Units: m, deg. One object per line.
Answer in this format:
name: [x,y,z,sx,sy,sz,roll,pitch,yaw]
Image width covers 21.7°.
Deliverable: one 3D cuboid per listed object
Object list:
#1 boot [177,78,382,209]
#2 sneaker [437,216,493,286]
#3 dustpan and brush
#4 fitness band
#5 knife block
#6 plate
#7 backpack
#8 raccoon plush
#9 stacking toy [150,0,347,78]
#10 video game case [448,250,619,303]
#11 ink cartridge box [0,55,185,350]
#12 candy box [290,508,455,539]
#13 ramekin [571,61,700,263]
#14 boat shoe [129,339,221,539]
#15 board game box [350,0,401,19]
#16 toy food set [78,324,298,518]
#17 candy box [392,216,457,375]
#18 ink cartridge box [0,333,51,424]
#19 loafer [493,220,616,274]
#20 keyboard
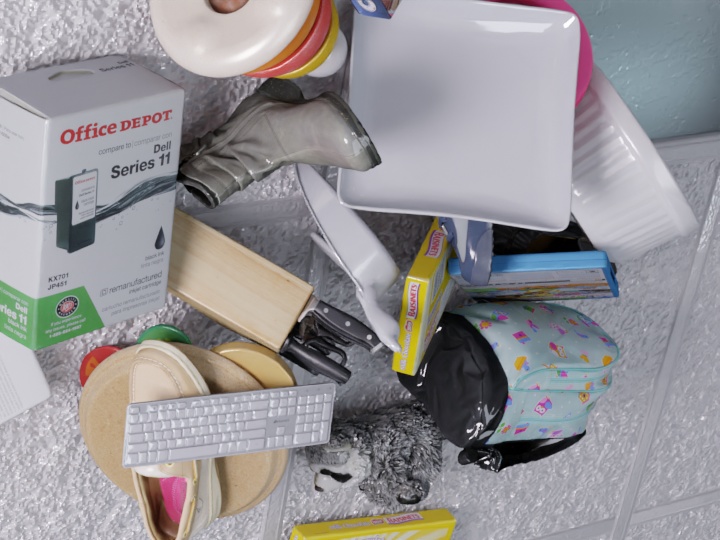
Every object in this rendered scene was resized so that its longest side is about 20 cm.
boot: [-0.075,-0.089,1.527,0.131,0.200,0.068,-38,119,-15]
sneaker: [0.068,-0.078,1.668,0.082,0.200,0.070,-7,163,-8]
dustpan and brush: [0.000,0.000,1.639,0.057,0.200,0.140,-40,136,-4]
fitness band: [0.109,-0.172,1.645,0.200,0.144,0.037,-31,170,-14]
knife block: [-0.081,0.027,1.611,0.200,0.175,0.064,38,78,-45]
plate: [0.084,-0.135,1.599,0.200,0.032,0.200,6,75,-7]
backpack: [0.154,0.103,1.824,0.200,0.167,0.127,3,130,-37]
raccoon plush: [0.019,0.143,1.867,0.134,0.097,0.200,44,59,-32]
stacking toy: [-0.065,-0.199,1.523,0.146,0.146,0.200,-51,151,5]
video game case: [0.167,0.008,1.772,0.143,0.018,0.200,-3,171,11]
ink cartridge box: [-0.224,-0.056,1.489,0.147,0.083,0.200,-20,126,-44]
candy box: [0.004,0.306,1.974,0.200,0.026,0.102,-2,117,-36]
ramekin: [0.222,-0.098,1.746,0.094,0.202,0.202,-34,136,6]
boat shoe: [-0.164,0.154,1.595,0.069,0.074,0.200,-48,139,-46]
board game box: [0.030,-0.320,1.493,0.200,0.035,0.136,-60,141,-24]
toy food set: [-0.157,0.136,1.661,0.198,0.049,0.200,13,125,5]
candy box: [0.069,0.002,1.726,0.200,0.026,0.102,-62,165,-58]
ink cartridge box: [-0.362,0.068,1.533,0.173,0.044,0.200,-29,133,-16]
loafer: [0.195,-0.012,1.866,0.200,0.072,0.073,18,107,-43]
keyboard: [-0.109,0.129,1.582,0.200,0.011,0.056,-4,103,-33]
